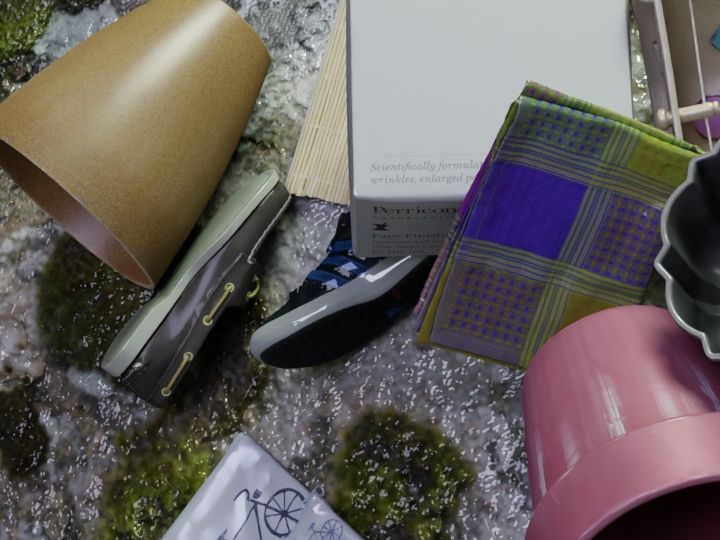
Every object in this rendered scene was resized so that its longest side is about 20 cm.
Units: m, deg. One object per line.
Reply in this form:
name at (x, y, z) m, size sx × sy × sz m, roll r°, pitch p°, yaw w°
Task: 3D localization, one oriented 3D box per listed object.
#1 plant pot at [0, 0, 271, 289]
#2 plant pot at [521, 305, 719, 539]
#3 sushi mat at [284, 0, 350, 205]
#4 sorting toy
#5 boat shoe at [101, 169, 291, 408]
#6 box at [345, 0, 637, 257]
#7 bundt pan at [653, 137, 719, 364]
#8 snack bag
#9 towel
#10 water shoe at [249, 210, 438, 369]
plant pot at (-0.168, -0.121, 1.737) m, size 0.186 × 0.187 × 0.200 m, roll 32°, pitch 76°, yaw 33°
plant pot at (0.188, 0.130, 1.445) m, size 0.199 × 0.200 × 0.180 m, roll -33°, pitch 45°, yaw 15°
sushi mat at (0.006, -0.146, 1.731) m, size 0.095 × 0.012 × 0.202 m, roll 11°, pitch 79°, yaw 32°
sorting toy at (0.287, -0.113, 1.519) m, size 0.178 × 0.107 × 0.202 m, roll -9°, pitch 89°, yaw 10°
boat shoe at (-0.115, 0.013, 1.718) m, size 0.202 × 0.060 × 0.072 m, roll -51°, pitch 13°, yaw -5°
box at (0.088, -0.122, 1.567) m, size 0.197 × 0.131 × 0.202 m, roll -1°, pitch 71°, yaw 1°
bundt pan at (0.292, -0.005, 1.406) m, size 0.200 × 0.076 × 0.203 m, roll -11°, pitch 59°, yaw 18°
snack bag at (-0.082, 0.240, 1.645) m, size 0.200 × 0.021 × 0.189 m, roll 41°, pitch 96°, yaw 32°
towel at (0.132, -0.016, 1.482) m, size 0.023 × 0.143 × 0.201 m, roll -88°, pitch 20°, yaw -62°
water shoe at (0.000, 0.000, 1.656) m, size 0.199 × 0.072 × 0.079 m, roll -31°, pitch 58°, yaw 5°
